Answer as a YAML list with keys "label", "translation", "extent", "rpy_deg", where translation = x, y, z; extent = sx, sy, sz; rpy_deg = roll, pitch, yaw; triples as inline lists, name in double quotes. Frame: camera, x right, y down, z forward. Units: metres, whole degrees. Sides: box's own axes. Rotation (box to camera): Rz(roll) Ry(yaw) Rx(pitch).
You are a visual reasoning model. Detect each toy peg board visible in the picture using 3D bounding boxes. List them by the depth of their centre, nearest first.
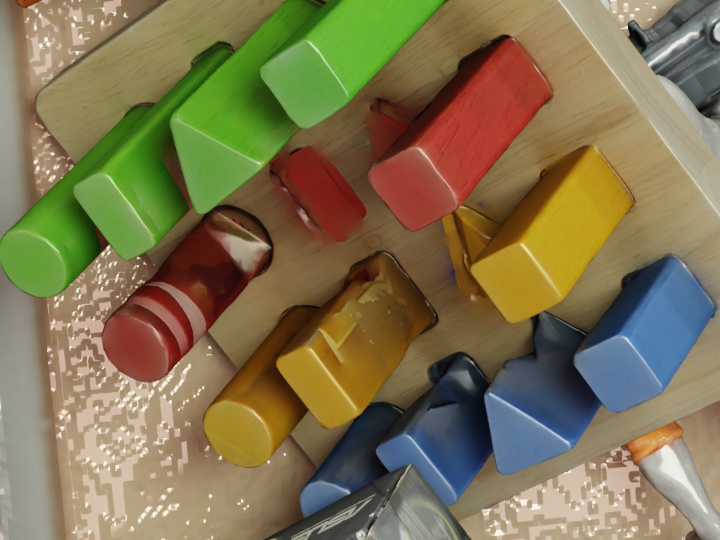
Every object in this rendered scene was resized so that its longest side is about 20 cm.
- label: "toy peg board"
  translation: [0.000, 0.000, 0.899]
  extent: [0.200, 0.098, 0.200]
  rpy_deg: [-29, 103, 41]

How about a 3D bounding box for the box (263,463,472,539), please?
- label: "box"
  translation: [-0.015, 0.171, 0.954]
  extent: [0.199, 0.049, 0.162]
  rpy_deg: [-29, 101, 32]

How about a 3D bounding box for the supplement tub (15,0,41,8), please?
- label: "supplement tub"
  translation: [-0.042, -0.171, 0.910]
  extent: [0.199, 0.123, 0.123]
  rpy_deg: [-28, 100, -2]

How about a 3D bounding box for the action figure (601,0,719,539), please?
- label: "action figure"
  translation: [0.113, -0.026, 0.959]
  extent: [0.200, 0.105, 0.194]
  rpy_deg: [-42, 109, 2]
